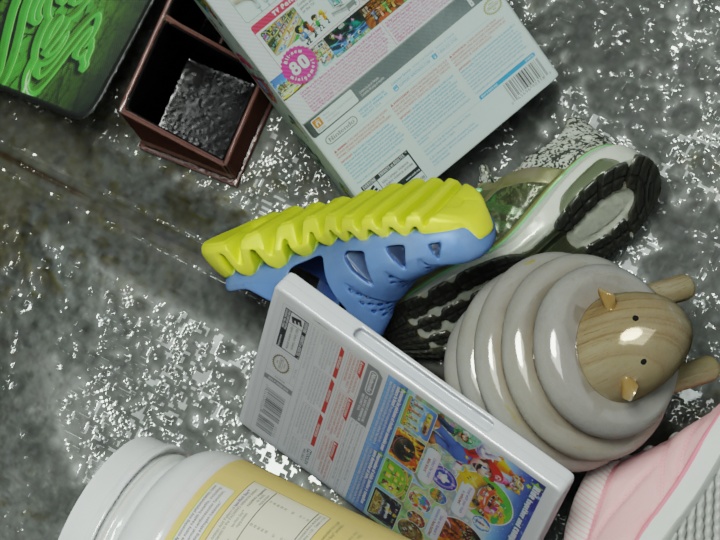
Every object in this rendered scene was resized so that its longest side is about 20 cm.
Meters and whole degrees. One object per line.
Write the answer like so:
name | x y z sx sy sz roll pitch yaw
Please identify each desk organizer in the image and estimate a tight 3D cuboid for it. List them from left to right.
desk organizer | -0.076 -0.165 1.320 0.071 0.077 0.201 21 81 11

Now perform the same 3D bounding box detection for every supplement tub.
supplement tub | -0.055 0.185 1.128 0.199 0.145 0.146 24 81 18

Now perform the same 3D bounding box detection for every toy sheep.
toy sheep | 0.116 0.053 1.208 0.137 0.200 0.139 10 70 -29

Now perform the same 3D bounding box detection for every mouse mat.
mouse mat | -0.179 -0.201 1.342 0.160 0.008 0.201 22 82 38

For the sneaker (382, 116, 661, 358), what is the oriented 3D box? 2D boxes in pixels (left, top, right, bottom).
sneaker | 0.085 -0.022 1.287 0.199 0.077 0.089 -34 44 1

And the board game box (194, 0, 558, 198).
board game box | 0.001 -0.152 1.268 0.147 0.064 0.201 -39 109 -4

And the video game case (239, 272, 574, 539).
video game case | 0.021 0.102 1.223 0.199 0.144 0.018 35 53 13

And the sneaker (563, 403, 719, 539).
sneaker | 0.193 0.113 1.218 0.200 0.104 0.076 -46 116 -18

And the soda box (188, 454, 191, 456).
soda box | -0.038 0.171 1.239 0.199 0.068 0.064 23 82 16

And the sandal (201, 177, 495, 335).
sandal | 0.000 0.000 1.234 0.199 0.079 0.088 -11 101 42
